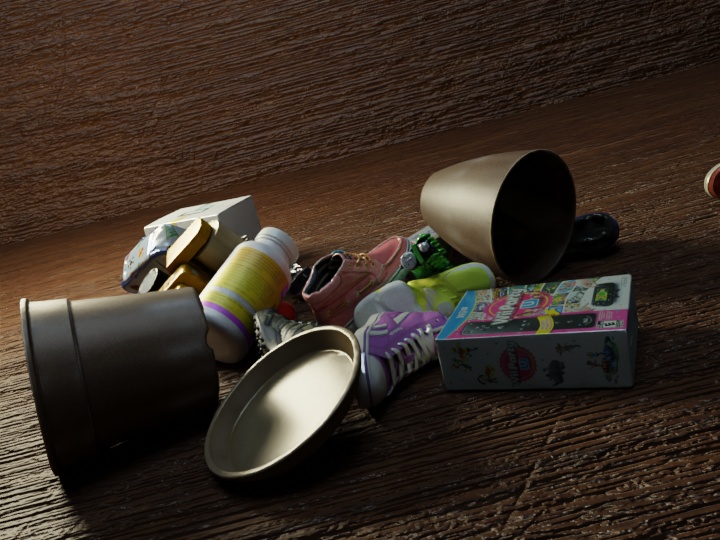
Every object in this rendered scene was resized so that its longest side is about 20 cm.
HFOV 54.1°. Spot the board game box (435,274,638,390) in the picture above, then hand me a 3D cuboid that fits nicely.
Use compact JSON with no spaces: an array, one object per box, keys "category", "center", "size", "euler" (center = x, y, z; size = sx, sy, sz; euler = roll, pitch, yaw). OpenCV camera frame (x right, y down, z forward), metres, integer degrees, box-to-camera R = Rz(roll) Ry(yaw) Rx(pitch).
[{"category":"board game box","center":[0.198,0.068,0.779],"size":[0.196,0.066,0.147],"euler":[-8,17,26]}]

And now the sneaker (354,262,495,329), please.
[{"category":"sneaker","center":[0.089,0.046,0.972],"size":[0.195,0.078,0.105],"euler":[-15,-4,4]}]

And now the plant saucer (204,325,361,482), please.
[{"category":"plant saucer","center":[-0.077,0.138,0.732],"size":[0.198,0.030,0.201],"euler":[-31,25,16]}]

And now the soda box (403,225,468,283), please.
[{"category":"soda box","center":[0.109,-0.024,1.157],"size":[0.062,0.070,0.199],"euler":[2,23,39]}]

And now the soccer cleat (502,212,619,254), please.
[{"category":"soccer cleat","center":[0.307,-0.045,1.107],"size":[0.196,0.066,0.083],"euler":[-9,-14,33]}]

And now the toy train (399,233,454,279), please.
[{"category":"toy train","center":[0.095,-0.012,0.998],"size":[0.056,0.042,0.200],"euler":[-31,-14,10]}]

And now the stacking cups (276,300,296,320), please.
[{"category":"stacking cups","center":[-0.174,0.054,1.156],"size":[0.060,0.062,0.198],"euler":[-23,18,-30]}]

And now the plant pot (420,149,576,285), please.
[{"category":"plant pot","center":[0.187,-0.092,1.059],"size":[0.184,0.191,0.198],"euler":[-24,25,-31]}]

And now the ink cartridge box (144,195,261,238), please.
[{"category":"ink cartridge box","center":[-0.328,-0.058,1.514],"size":[0.196,0.150,0.146],"euler":[-7,17,25]}]

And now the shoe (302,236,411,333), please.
[{"category":"shoe","center":[0.000,0.000,1.008],"size":[0.071,0.092,0.201],"euler":[12,53,46]}]

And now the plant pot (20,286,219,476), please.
[{"category":"plant pot","center":[-0.280,0.113,0.840],"size":[0.194,0.206,0.199],"euler":[-12,14,-23]}]

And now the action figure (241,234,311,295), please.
[{"category":"action figure","center":[-0.165,-0.006,1.271],"size":[0.129,0.071,0.199],"euler":[27,0,-31]}]

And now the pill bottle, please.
[{"category":"pill bottle","center":[-0.168,0.029,1.043],"size":[0.102,0.105,0.202],"euler":[-2,42,37]}]

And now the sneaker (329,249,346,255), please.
[{"category":"sneaker","center":[-0.035,0.002,1.171],"size":[0.073,0.084,0.198],"euler":[-23,17,-32]}]

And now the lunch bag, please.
[{"category":"lunch bag","center":[-0.336,-0.004,1.297],"size":[0.158,0.077,0.198],"euler":[23,-35,-36]}]

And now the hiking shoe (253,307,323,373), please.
[{"category":"hiking shoe","center":[-0.081,0.102,0.919],"size":[0.098,0.078,0.200],"euler":[-10,23,-17]}]

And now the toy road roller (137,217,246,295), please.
[{"category":"toy road roller","center":[-0.254,0.036,1.107],"size":[0.200,0.122,0.147],"euler":[-46,32,14]}]

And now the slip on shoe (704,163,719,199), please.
[{"category":"slip on shoe","center":[0.648,-0.147,1.106],"size":[0.195,0.076,0.061],"euler":[-2,22,22]}]

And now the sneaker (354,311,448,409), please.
[{"category":"sneaker","center":[0.055,0.091,0.817],"size":[0.111,0.074,0.201],"euler":[-5,18,14]}]
